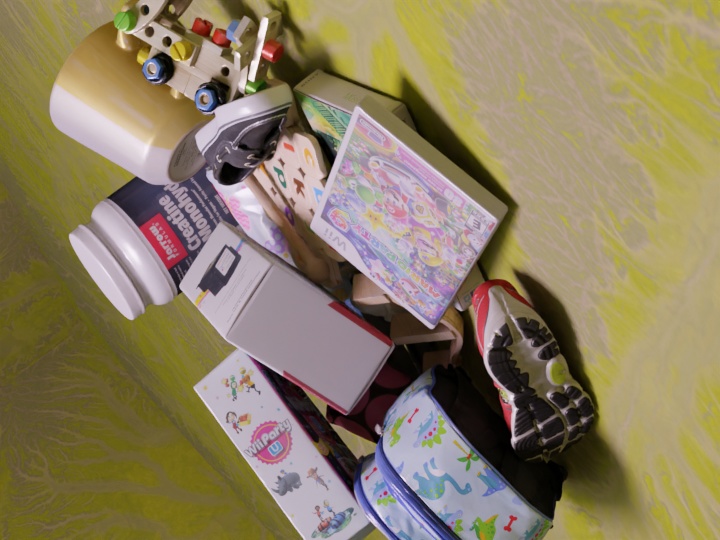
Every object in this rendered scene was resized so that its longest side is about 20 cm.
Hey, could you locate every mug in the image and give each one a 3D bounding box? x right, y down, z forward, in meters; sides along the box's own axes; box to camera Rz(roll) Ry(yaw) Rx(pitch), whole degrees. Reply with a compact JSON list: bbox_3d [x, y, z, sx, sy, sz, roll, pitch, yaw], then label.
[{"bbox_3d":[-0.239,-0.180,1.656,0.153,0.150,0.187,39,168,19],"label":"mug"}]

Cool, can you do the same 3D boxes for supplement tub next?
[{"bbox_3d":[-0.223,-0.051,1.767,0.140,0.200,0.141,47,164,18],"label":"supplement tub"}]

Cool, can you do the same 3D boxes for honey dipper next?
[{"bbox_3d":[-0.086,-0.059,1.436,0.200,0.038,0.038,53,167,30],"label":"honey dipper"}]

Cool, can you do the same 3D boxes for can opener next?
[{"bbox_3d":[0.053,0.101,1.572,0.066,0.053,0.201,31,153,53],"label":"can opener"}]

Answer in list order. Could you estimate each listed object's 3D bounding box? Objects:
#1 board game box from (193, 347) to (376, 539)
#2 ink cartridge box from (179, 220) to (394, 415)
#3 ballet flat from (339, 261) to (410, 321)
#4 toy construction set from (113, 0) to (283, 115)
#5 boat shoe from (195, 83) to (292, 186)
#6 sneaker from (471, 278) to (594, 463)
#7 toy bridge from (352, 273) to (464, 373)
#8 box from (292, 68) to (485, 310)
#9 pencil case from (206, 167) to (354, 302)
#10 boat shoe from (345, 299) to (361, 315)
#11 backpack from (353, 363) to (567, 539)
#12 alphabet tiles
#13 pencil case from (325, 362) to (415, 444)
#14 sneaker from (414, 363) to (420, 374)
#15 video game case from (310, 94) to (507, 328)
[{"bbox_3d":[-0.060,0.172,1.444,0.200,0.064,0.148,51,-176,11],"label":"board game box"},{"bbox_3d":[-0.074,0.041,1.427,0.145,0.083,0.200,34,180,-22],"label":"ink cartridge box"},{"bbox_3d":[0.000,0.000,1.481,0.200,0.069,0.070,48,164,16],"label":"ballet flat"},{"bbox_3d":[-0.141,-0.217,1.362,0.200,0.132,0.092,36,-159,31],"label":"toy construction set"},{"bbox_3d":[-0.098,-0.119,1.350,0.057,0.068,0.200,69,162,0],"label":"boat shoe"},{"bbox_3d":[0.142,0.082,1.277,0.085,0.076,0.201,-114,2,-47],"label":"sneaker"},{"bbox_3d":[0.061,0.053,1.419,0.067,0.027,0.200,-8,151,22],"label":"toy bridge"},{"bbox_3d":[0.026,-0.070,1.307,0.144,0.036,0.201,30,151,55],"label":"box"},{"bbox_3d":[-0.076,-0.047,1.568,0.201,0.083,0.091,56,160,-11],"label":"pencil case"},{"bbox_3d":[-0.055,0.024,1.681,0.072,0.072,0.201,25,149,59],"label":"boat shoe"},{"bbox_3d":[0.086,0.195,1.372,0.183,0.147,0.200,44,-174,1],"label":"backpack"},{"bbox_3d":[-0.064,-0.085,1.419,0.195,0.014,0.202,30,138,62],"label":"alphabet tiles"},{"bbox_3d":[0.060,0.165,1.522,0.199,0.091,0.094,33,158,6],"label":"pencil case"},{"bbox_3d":[0.049,0.171,1.701,0.106,0.074,0.201,25,139,53],"label":"sneaker"},{"bbox_3d":[0.034,-0.042,1.242,0.143,0.018,0.200,39,152,8],"label":"video game case"}]
